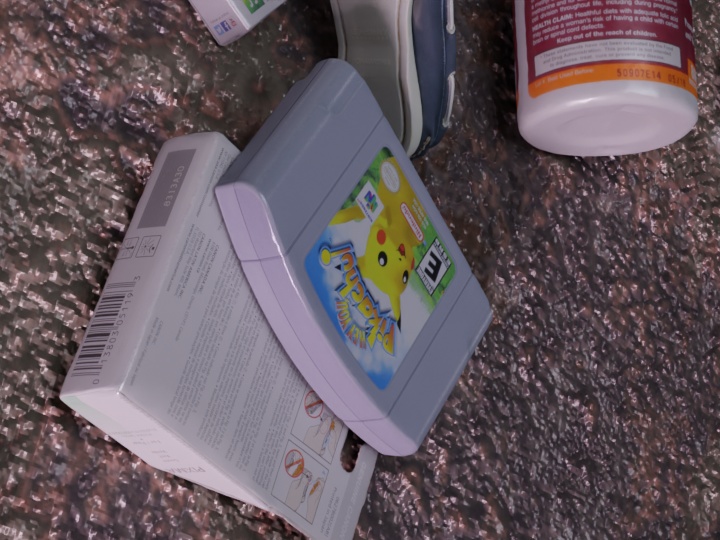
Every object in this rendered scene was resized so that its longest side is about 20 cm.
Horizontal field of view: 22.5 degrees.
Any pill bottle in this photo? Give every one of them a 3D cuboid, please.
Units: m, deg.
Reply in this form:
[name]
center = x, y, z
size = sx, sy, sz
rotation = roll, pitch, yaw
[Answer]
[pill bottle]
center = 0.153, -0.183, 1.158
size = 0.114, 0.114, 0.200
rotation = 9, 73, -35

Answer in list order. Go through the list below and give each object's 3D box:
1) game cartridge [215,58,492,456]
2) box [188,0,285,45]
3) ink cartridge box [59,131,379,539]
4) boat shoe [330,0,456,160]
[game cartridge]
center = 0.000, 0.000, 1.005
size = 0.133, 0.040, 0.200
rotation = -55, 126, -35
[box]
center = -0.086, -0.249, 1.045
size = 0.144, 0.036, 0.200
rotation = -43, 106, -37
[ink cartridge box]
center = -0.058, 0.046, 0.989
size = 0.200, 0.050, 0.161
rotation = 45, 53, -41
[boat shoe]
center = 0.026, -0.162, 1.053
size = 0.062, 0.075, 0.200
rotation = -24, 114, -51
